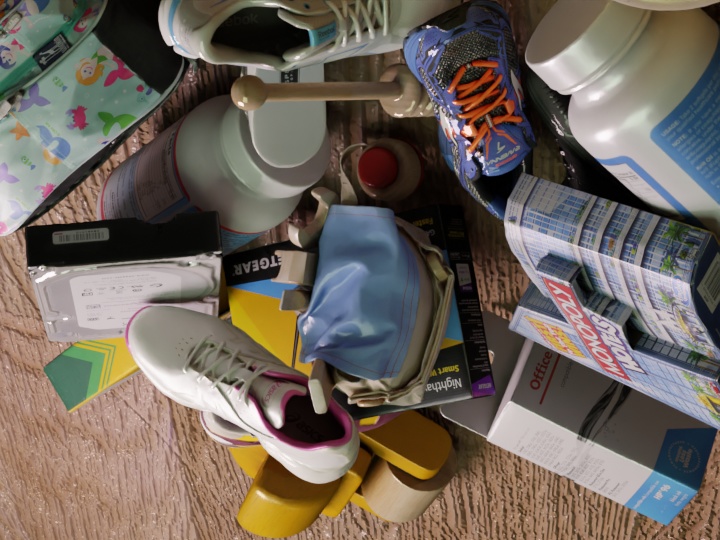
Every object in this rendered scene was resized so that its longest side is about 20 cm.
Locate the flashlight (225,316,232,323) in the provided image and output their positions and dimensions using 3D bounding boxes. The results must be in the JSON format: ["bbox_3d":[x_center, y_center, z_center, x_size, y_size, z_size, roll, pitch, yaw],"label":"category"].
[{"bbox_3d":[-0.047,0.043,1.436,0.068,0.068,0.200,16,154,-35],"label":"flashlight"}]

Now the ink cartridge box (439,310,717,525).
[{"bbox_3d":[0.176,0.098,1.316,0.200,0.116,0.068,25,145,1],"label":"ink cartridge box"}]

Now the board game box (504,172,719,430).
[{"bbox_3d":[0.172,0.021,1.148,0.200,0.062,0.200,20,161,39],"label":"board game box"}]

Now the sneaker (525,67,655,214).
[{"bbox_3d":[0.163,-0.061,1.169,0.200,0.060,0.104,38,141,-20],"label":"sneaker"}]

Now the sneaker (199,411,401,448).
[{"bbox_3d":[-0.036,0.107,1.420,0.199,0.075,0.090,-16,172,-6],"label":"sneaker"}]

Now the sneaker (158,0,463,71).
[{"bbox_3d":[-0.022,-0.157,1.069,0.199,0.087,0.075,-13,116,-14],"label":"sneaker"}]

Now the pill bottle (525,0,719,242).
[{"bbox_3d":[0.202,-0.096,1.053,0.200,0.112,0.112,40,143,-19],"label":"pill bottle"}]

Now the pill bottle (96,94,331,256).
[{"bbox_3d":[-0.112,-0.069,1.294,0.109,0.109,0.200,40,143,-19],"label":"pill bottle"}]

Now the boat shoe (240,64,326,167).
[{"bbox_3d":[-0.054,-0.171,1.140,0.071,0.064,0.200,-2,119,-18],"label":"boat shoe"}]

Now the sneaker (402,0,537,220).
[{"bbox_3d":[0.085,-0.105,1.115,0.075,0.079,0.200,-27,147,2],"label":"sneaker"}]

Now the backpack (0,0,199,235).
[{"bbox_3d":[-0.228,-0.130,1.177,0.150,0.178,0.200,36,107,-24],"label":"backpack"}]

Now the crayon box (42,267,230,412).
[{"bbox_3d":[-0.179,0.050,1.471,0.200,0.126,0.052,-31,90,50],"label":"crayon box"}]

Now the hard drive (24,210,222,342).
[{"bbox_3d":[-0.175,0.009,1.271,0.139,0.038,0.200,-5,164,-8],"label":"hard drive"}]

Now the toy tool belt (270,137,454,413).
[{"bbox_3d":[0.000,0.000,1.207,0.125,0.201,0.123,2,179,28],"label":"toy tool belt"}]

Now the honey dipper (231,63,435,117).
[{"bbox_3d":[-0.009,-0.117,1.110,0.038,0.200,0.038,7,100,39],"label":"honey dipper"}]

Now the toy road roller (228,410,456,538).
[{"bbox_3d":[-0.027,0.185,1.535,0.200,0.146,0.123,27,146,-1],"label":"toy road roller"}]

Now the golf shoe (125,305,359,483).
[{"bbox_3d":[-0.083,0.081,1.244,0.200,0.075,0.092,30,164,-1],"label":"golf shoe"}]

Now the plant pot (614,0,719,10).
[{"bbox_3d":[0.166,-0.237,0.828,0.200,0.189,0.201,17,143,13],"label":"plant pot"}]

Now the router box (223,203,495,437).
[{"bbox_3d":[-0.003,0.041,1.311,0.200,0.150,0.051,-13,174,29],"label":"router box"}]
